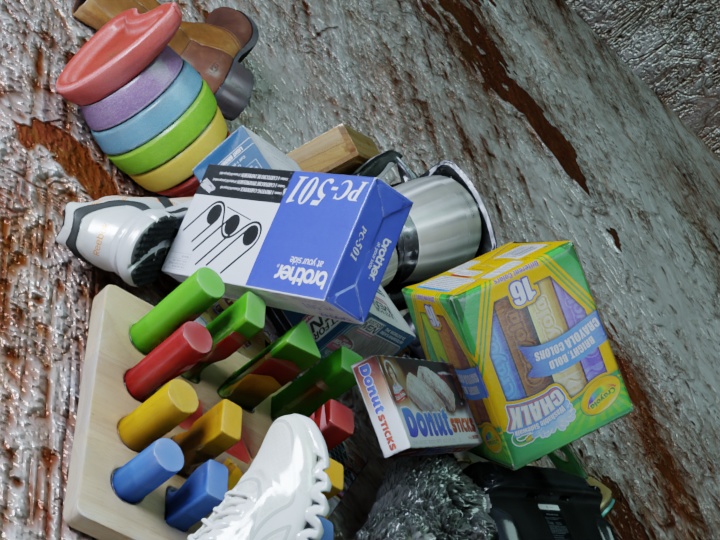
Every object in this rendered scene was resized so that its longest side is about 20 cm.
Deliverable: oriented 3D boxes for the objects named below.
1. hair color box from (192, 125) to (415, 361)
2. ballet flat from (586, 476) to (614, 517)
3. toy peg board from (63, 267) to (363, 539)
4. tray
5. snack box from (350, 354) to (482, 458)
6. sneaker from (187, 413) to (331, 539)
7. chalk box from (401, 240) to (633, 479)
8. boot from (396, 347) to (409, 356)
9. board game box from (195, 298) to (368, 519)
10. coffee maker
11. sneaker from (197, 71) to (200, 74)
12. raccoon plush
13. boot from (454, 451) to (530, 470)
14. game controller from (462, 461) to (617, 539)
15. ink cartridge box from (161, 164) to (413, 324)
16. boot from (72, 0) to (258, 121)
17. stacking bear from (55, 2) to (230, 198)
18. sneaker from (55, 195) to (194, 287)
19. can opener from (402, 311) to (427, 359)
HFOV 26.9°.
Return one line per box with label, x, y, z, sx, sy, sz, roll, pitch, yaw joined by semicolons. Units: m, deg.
hair color box;-0.046;-0.014;1.206;0.200;0.060;0.100;55;12;27
ballet flat;0.208;0.230;1.501;0.063;0.069;0.200;45;-4;10
toy peg board;-0.086;0.108;1.043;0.200;0.098;0.200;31;37;-29
tray;-0.037;-0.094;1.441;0.037;0.098;0.200;62;7;2
snack box;0.046;0.104;1.152;0.072;0.024;0.200;70;16;12
sneaker;-0.079;0.179;0.940;0.081;0.075;0.201;27;72;-21
chalk box;0.138;0.088;1.284;0.201;0.123;0.124;70;-18;-8
boot;0.140;0.109;1.482;0.201;0.144;0.071;51;23;-4
board game box;-0.085;0.108;1.190;0.200;0.035;0.135;51;22;-1
coffee maker;0.000;0.000;1.381;0.200;0.192;0.135;-17;54;-46
sneaker;-0.152;-0.132;1.379;0.200;0.072;0.072;46;21;-17
raccoon plush;0.021;0.178;1.217;0.134;0.097;0.200;16;42;-49
boot;0.086;0.186;1.359;0.155;0.072;0.200;45;22;-11
game controller;0.161;0.219;1.314;0.200;0.042;0.105;14;54;-49
ink cartridge box;-0.057;-0.023;1.088;0.044;0.094;0.200;32;-15;-39
boot;-0.202;-0.253;1.512;0.200;0.068;0.189;32;36;-25
stacking bear;-0.158;-0.114;1.295;0.121;0.114;0.200;8;-40;56
sneaker;-0.171;-0.033;1.190;0.080;0.074;0.200;19;4;12
can opener;0.105;0.103;1.367;0.200;0.078;0.063;51;29;-20
